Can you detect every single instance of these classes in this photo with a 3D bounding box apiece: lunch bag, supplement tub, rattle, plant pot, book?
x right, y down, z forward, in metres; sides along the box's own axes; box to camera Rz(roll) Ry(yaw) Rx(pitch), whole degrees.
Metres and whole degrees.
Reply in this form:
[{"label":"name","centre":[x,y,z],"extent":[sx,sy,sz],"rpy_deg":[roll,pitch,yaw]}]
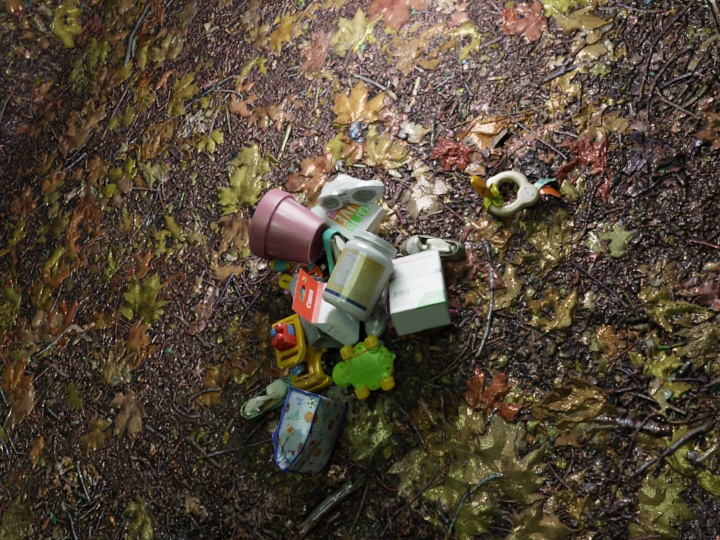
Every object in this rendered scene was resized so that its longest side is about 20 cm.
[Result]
[{"label":"lunch bag","centre":[-0.139,0.425,1.621],"extent":[0.121,0.169,0.205],"rpy_deg":[8,76,31]},{"label":"supplement tub","centre":[0.001,0.013,1.601],"extent":[0.142,0.144,0.204],"rpy_deg":[22,83,30]},{"label":"rattle","centre":[0.403,-0.224,1.604],"extent":[0.196,0.144,0.132],"rpy_deg":[2,54,33]},{"label":"plant pot","centre":[-0.197,-0.110,1.784],"extent":[0.175,0.200,0.204],"rpy_deg":[20,81,14]},{"label":"book","centre":[-0.037,-0.166,1.809],"extent":[0.198,0.048,0.135],"rpy_deg":[32,83,32]}]

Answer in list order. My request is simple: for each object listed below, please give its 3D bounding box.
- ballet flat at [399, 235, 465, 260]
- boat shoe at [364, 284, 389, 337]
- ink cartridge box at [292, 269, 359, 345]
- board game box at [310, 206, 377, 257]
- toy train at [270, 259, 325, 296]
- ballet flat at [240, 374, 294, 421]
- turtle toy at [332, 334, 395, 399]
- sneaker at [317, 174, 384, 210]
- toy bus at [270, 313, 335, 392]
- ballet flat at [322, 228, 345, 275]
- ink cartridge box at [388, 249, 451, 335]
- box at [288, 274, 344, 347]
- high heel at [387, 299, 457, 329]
[{"label":"ballet flat","centre":[0.187,-0.067,1.688],"extent":[0.195,0.075,0.070],"rpy_deg":[6,75,28]},{"label":"boat shoe","centre":[0.040,0.079,1.703],"extent":[0.073,0.086,0.207],"rpy_deg":[5,74,28]},{"label":"ink cartridge box","centre":[-0.085,0.090,1.669],"extent":[0.047,0.198,0.162],"rpy_deg":[-39,27,31]},{"label":"board game box","centre":[-0.051,-0.140,1.853],"extent":[0.196,0.040,0.157],"rpy_deg":[-16,66,21]},{"label":"toy train","centre":[-0.184,-0.003,1.864],"extent":[0.149,0.056,0.201],"rpy_deg":[-39,58,4]},{"label":"ballet flat","centre":[-0.261,0.362,1.765],"extent":[0.199,0.074,0.075],"rpy_deg":[-40,60,8]},{"label":"turtle toy","centre":[0.008,0.257,1.646],"extent":[0.196,0.101,0.149],"rpy_deg":[-23,87,19]},{"label":"sneaker","centre":[-0.027,-0.240,1.777],"extent":[0.194,0.079,0.101],"rpy_deg":[-7,53,13]},{"label":"toy bus","centre":[-0.172,0.219,1.692],"extent":[0.133,0.191,0.205],"rpy_deg":[-22,65,25]},{"label":"ballet flat","centre":[-0.057,-0.020,1.752],"extent":[0.070,0.066,0.205],"rpy_deg":[-13,95,63]},{"label":"ink cartridge box","centre":[0.151,0.054,1.606],"extent":[0.142,0.085,0.203],"rpy_deg":[-13,39,13]},{"label":"box","centre":[-0.102,0.113,1.718],"extent":[0.048,0.156,0.203],"rpy_deg":[-41,57,29]},{"label":"high heel","centre":[0.162,0.096,1.653],"extent":[0.196,0.067,0.099],"rpy_deg":[-13,68,32]}]
